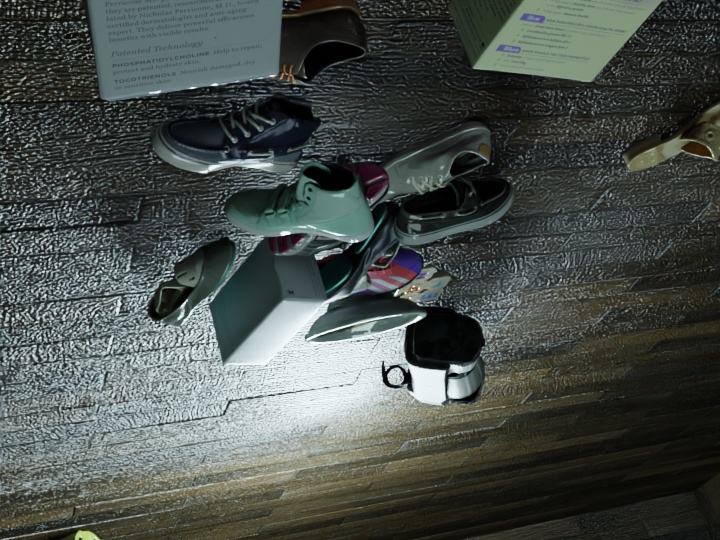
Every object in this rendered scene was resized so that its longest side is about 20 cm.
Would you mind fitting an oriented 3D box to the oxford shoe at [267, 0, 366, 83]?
[{"bbox_3d":[-0.090,-0.233,1.167,0.199,0.073,0.071,-19,153,2],"label":"oxford shoe"}]

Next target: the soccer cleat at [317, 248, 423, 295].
[{"bbox_3d":[0.000,0.000,1.665,0.199,0.068,0.073,-12,148,-6],"label":"soccer cleat"}]

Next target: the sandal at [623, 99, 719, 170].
[{"bbox_3d":[0.501,-0.185,1.616,0.211,0.070,0.078,-26,152,15],"label":"sandal"}]

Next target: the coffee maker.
[{"bbox_3d":[0.128,0.162,1.965,0.192,0.135,0.200,-17,152,0],"label":"coffee maker"}]

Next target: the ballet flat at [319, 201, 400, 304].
[{"bbox_3d":[0.003,-0.011,1.590,0.200,0.073,0.073,-50,143,17],"label":"ballet flat"}]

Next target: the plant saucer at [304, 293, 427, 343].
[{"bbox_3d":[0.004,0.070,1.741,0.199,0.050,0.200,-12,171,-2],"label":"plant saucer"}]

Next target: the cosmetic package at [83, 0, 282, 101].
[{"bbox_3d":[-0.162,-0.280,0.935,0.166,0.168,0.200,-11,151,-13],"label":"cosmetic package"}]

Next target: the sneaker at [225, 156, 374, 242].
[{"bbox_3d":[-0.085,-0.101,1.387,0.200,0.074,0.118,6,144,15],"label":"sneaker"}]

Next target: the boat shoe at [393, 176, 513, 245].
[{"bbox_3d":[0.138,-0.096,1.541,0.200,0.071,0.064,-24,144,-26],"label":"boat shoe"}]

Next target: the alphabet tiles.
[{"bbox_3d":[0.045,0.038,1.805,0.199,0.015,0.196,-10,157,-16],"label":"alphabet tiles"}]

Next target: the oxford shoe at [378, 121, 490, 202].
[{"bbox_3d":[0.089,-0.134,1.478,0.200,0.058,0.075,-25,156,18],"label":"oxford shoe"}]

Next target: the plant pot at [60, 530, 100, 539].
[{"bbox_3d":[-0.655,0.675,2.412,0.184,0.201,0.200,-36,150,8],"label":"plant pot"}]

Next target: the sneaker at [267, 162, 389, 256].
[{"bbox_3d":[-0.032,-0.079,1.493,0.200,0.074,0.087,-34,156,25],"label":"sneaker"}]

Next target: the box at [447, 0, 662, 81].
[{"bbox_3d":[0.225,-0.312,1.187,0.175,0.097,0.200,0,149,-30],"label":"box"}]

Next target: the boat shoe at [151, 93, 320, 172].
[{"bbox_3d":[-0.140,-0.168,1.272,0.200,0.075,0.093,-4,146,-42],"label":"boat shoe"}]

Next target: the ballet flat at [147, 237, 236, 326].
[{"bbox_3d":[-0.245,0.018,1.550,0.064,0.068,0.200,11,142,-32],"label":"ballet flat"}]

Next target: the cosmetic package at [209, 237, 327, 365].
[{"bbox_3d":[-0.140,0.047,1.616,0.081,0.113,0.200,5,147,-36],"label":"cosmetic package"}]
